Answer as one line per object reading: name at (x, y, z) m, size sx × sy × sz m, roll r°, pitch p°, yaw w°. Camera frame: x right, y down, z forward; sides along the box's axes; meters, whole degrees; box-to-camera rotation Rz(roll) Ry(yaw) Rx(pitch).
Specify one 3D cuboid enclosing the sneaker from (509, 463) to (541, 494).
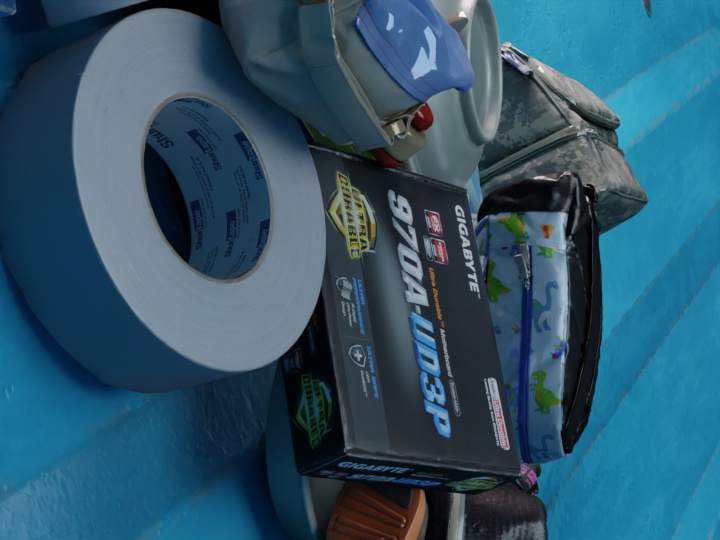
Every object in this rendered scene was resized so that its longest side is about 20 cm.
sneaker at (0.098, 0.170, 1.348) m, size 0.077 × 0.083 × 0.202 m, roll 49°, pitch 37°, yaw -48°

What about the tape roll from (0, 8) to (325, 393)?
tape roll at (-0.105, -0.037, 0.943) m, size 0.199 × 0.066 × 0.203 m, roll 25°, pitch 58°, yaw -46°

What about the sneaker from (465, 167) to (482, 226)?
sneaker at (0.045, -0.085, 1.353) m, size 0.200 × 0.079 × 0.132 m, roll 21°, pitch 62°, yaw -74°

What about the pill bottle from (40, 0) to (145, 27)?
pill bottle at (-0.150, -0.240, 0.920) m, size 0.116 × 0.115 × 0.202 m, roll -35°, pitch 112°, yaw -65°

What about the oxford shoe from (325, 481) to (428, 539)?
oxford shoe at (-0.005, 0.219, 1.062) m, size 0.201 × 0.071 × 0.073 m, roll -61°, pitch 152°, yaw -22°

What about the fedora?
fedora at (0.081, 0.210, 1.184) m, size 0.201 × 0.090 × 0.203 m, roll -173°, pitch -90°, yaw -89°

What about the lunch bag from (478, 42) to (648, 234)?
lunch bag at (0.162, -0.112, 1.572) m, size 0.200 × 0.138 × 0.169 m, roll 6°, pitch 58°, yaw -66°

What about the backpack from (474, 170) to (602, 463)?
backpack at (0.125, 0.047, 1.308) m, size 0.163 × 0.152 × 0.202 m, roll 63°, pitch 16°, yaw -75°

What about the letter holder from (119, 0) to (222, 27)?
letter holder at (-0.061, -0.234, 1.071) m, size 0.199 × 0.100 × 0.144 m, roll -3°, pitch 69°, yaw -46°

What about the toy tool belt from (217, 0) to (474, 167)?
toy tool belt at (0.016, -0.134, 0.998) m, size 0.200 × 0.122 × 0.126 m, roll 30°, pitch 32°, yaw -54°

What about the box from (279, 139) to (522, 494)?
box at (0.017, 0.032, 1.062) m, size 0.158 × 0.046 × 0.202 m, roll 14°, pitch 59°, yaw -44°

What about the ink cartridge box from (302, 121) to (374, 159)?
ink cartridge box at (-0.014, -0.188, 1.266) m, size 0.201 × 0.075 × 0.148 m, roll 57°, pitch 31°, yaw -25°

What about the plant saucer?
plant saucer at (0.066, -0.143, 1.222) m, size 0.200 × 0.050 × 0.203 m, roll -1°, pitch 90°, yaw -72°

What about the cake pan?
cake pan at (-0.008, 0.097, 1.140) m, size 0.200 × 0.036 × 0.203 m, roll 6°, pitch 90°, yaw -66°

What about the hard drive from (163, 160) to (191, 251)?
hard drive at (-0.075, -0.059, 1.103) m, size 0.135 × 0.042 × 0.202 m, roll -36°, pitch 113°, yaw -65°

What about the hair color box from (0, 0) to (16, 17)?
hair color box at (-0.219, -0.204, 0.762) m, size 0.060 × 0.099 × 0.203 m, roll 10°, pitch 71°, yaw -67°
